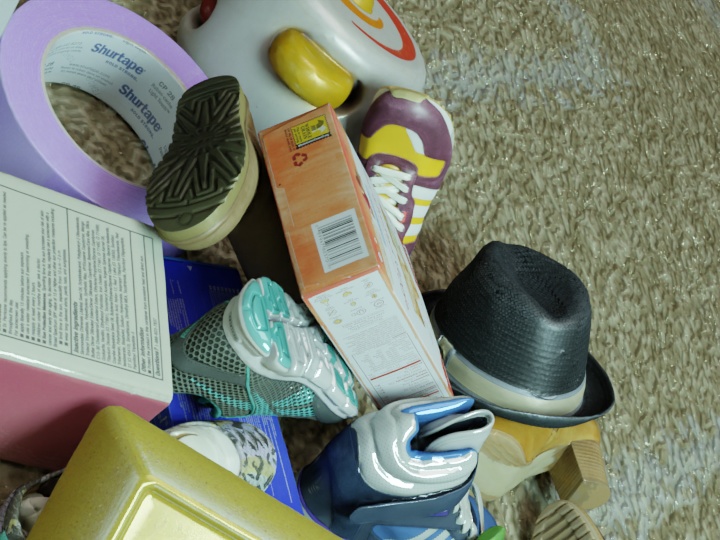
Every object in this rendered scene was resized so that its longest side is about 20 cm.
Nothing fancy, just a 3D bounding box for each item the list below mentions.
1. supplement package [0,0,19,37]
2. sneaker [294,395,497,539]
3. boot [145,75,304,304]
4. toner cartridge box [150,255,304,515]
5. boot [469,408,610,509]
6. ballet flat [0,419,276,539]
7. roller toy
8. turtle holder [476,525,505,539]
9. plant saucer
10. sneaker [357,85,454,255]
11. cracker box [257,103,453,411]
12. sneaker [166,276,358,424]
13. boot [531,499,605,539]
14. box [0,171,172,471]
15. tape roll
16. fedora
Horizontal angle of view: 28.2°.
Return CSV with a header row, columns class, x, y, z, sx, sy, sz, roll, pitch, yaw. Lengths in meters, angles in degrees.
class,x,y,z,sx,sy,sz,roll,pitch,yaw
supplement package,-0.321,-0.179,0.864,0.199,0.147,0.192,33,39,-23
sneaker,0.062,0.151,1.001,0.199,0.146,0.081,22,45,-34
boot,-0.066,-0.010,0.970,0.176,0.065,0.201,-81,153,-51
toner cartridge box,-0.106,0.088,0.959,0.094,0.043,0.202,12,52,-44
boot,0.110,0.116,1.170,0.200,0.071,0.145,18,35,-28
ballet flat,-0.124,0.128,0.834,0.199,0.072,0.072,-20,74,-34
roller toy,-0.043,-0.179,1.148,0.183,0.140,0.199,56,22,22
turtle holder,0.107,0.271,0.956,0.186,0.140,0.133,-49,125,-57
plant saucer,-0.096,0.204,0.767,0.199,0.048,0.201,33,70,-16
sneaker,0.023,-0.053,1.102,0.074,0.201,0.091,17,57,7
cracker box,0.000,0.000,0.979,0.200,0.057,0.135,60,11,-57
sneaker,-0.065,0.062,0.924,0.200,0.091,0.078,43,27,-63
boot,0.213,0.288,1.140,0.166,0.072,0.201,25,40,-50
box,-0.221,0.024,0.830,0.199,0.109,0.129,20,46,-36
tape roll,-0.182,-0.097,1.019,0.199,0.066,0.201,29,41,-29
fedora,0.128,0.038,1.152,0.199,0.092,0.201,15,24,-7
